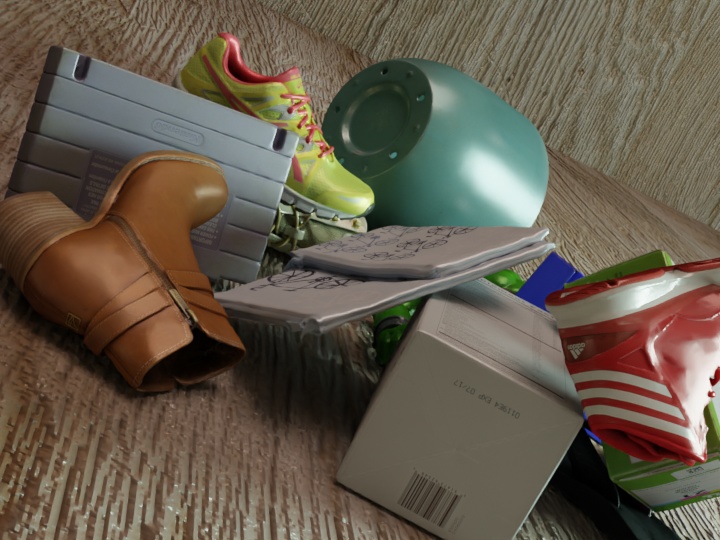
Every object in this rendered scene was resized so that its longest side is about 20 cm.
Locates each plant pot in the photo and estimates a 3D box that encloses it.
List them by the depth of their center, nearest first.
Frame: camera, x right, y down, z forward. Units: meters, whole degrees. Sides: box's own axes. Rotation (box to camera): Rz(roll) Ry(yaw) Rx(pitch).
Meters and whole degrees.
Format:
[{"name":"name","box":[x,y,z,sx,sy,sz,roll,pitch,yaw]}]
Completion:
[{"name":"plant pot","box":[0.055,-0.110,1.148,0.161,0.201,0.201,34,6,-48]}]

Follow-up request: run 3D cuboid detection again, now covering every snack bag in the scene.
[{"name":"snack bag","box":[0.000,0.000,0.821,0.200,0.021,0.189,-18,13,-31]}]

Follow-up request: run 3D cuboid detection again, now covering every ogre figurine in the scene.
[{"name":"ogre figurine","box":[0.093,0.036,0.982,0.200,0.098,0.120,-25,29,-12]}]

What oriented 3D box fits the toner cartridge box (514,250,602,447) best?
[{"name":"toner cartridge box","box":[0.192,0.080,0.941,0.200,0.095,0.043,38,7,-28]}]

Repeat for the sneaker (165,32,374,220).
[{"name":"sneaker","box":[-0.064,-0.118,0.972,0.200,0.090,0.078,36,16,-1]}]

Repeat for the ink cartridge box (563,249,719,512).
[{"name":"ink cartridge box","box":[0.227,0.096,0.849,0.200,0.076,0.148,39,37,-53]}]

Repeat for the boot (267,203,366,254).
[{"name":"boot","box":[-0.068,-0.040,1.025,0.155,0.072,0.200,27,15,-14]}]

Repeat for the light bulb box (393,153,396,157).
[{"name":"light bulb box","box":[0.078,-0.102,1.371,0.198,0.125,0.200,32,15,14]}]

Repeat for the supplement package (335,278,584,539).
[{"name":"supplement package","box":[0.071,0.082,0.783,0.114,0.110,0.200,29,15,2]}]

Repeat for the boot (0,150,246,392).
[{"name":"boot","box":[-0.122,0.002,0.766,0.155,0.074,0.200,40,38,22]}]

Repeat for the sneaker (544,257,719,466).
[{"name":"sneaker","box":[0.197,0.054,0.723,0.200,0.116,0.078,-9,-2,-31]}]

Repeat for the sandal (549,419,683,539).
[{"name":"sandal","box":[0.182,0.151,0.869,0.075,0.048,0.200,12,23,-44]}]

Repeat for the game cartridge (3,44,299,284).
[{"name":"game cartridge","box":[-0.148,-0.069,0.864,0.200,0.130,0.038,17,4,-36]}]
